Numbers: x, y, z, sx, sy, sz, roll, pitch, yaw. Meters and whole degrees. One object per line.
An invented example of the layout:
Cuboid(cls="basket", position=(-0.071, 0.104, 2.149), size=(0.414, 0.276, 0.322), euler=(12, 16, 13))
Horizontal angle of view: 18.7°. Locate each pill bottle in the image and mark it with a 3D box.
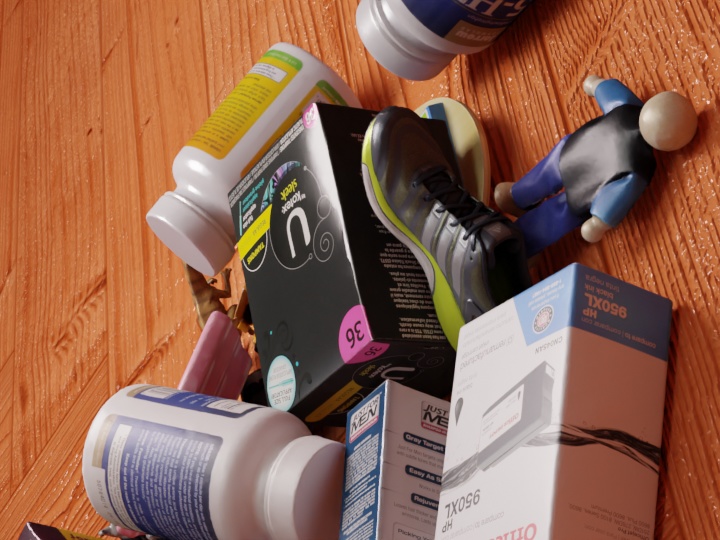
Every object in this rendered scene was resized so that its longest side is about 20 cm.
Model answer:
Cuboid(cls="pill bottle", position=(-0.100, 0.151, 1.612), size=(0.199, 0.111, 0.112), euler=(8, 76, 37))
Cuboid(cls="pill bottle", position=(0.085, -0.244, 1.749), size=(0.200, 0.119, 0.120), euler=(-45, 33, 43))
Cuboid(cls="pill bottle", position=(-0.097, -0.095, 1.944), size=(0.200, 0.111, 0.111), euler=(-50, 20, -15))

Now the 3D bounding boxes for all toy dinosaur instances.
Cuboid(cls="toy dinosaur", position=(-0.122, 0.065, 1.990), size=(0.060, 0.106, 0.201), euler=(-28, 81, 17))

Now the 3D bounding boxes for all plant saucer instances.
Cuboid(cls="plant saucer", position=(-0.142, 0.134, 1.822), size=(0.201, 0.050, 0.202), euler=(-156, 90, -87))

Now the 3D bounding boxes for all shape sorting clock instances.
Cuboid(cls="shape sorting clock", position=(0.051, -0.039, 1.751), size=(0.200, 0.039, 0.202), euler=(-26, 59, 56))

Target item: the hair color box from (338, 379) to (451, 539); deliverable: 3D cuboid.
Cuboid(cls="hair color box", position=(0.040, 0.187, 1.516), size=(0.060, 0.099, 0.201), euler=(-42, 35, 47))

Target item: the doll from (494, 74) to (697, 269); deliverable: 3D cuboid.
Cuboid(cls="doll", position=(0.163, -0.075, 1.533), size=(0.200, 0.048, 0.137), euler=(-34, 42, 53))

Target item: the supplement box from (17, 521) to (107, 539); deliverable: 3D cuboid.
Cuboid(cls="supplement box", position=(-0.178, 0.274, 1.588), size=(0.200, 0.110, 0.086), euler=(38, 105, 51))

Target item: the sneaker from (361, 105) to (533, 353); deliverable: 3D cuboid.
Cuboid(cls="sneaker", position=(0.073, -0.031, 1.552), size=(0.074, 0.201, 0.081), euler=(-35, 6, -36))

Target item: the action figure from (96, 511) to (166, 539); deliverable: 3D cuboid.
Cuboid(cls="action figure", position=(-0.180, 0.211, 1.966), size=(0.119, 0.102, 0.201), euler=(-45, 30, 21))

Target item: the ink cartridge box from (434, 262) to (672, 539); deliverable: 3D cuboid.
Cuboid(cls="ink cartridge box", position=(0.123, 0.118, 1.417), size=(0.144, 0.084, 0.201), euler=(-33, 42, 53))

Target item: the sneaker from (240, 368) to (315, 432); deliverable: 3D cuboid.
Cuboid(cls="sneaker", position=(-0.042, 0.105, 1.813), size=(0.200, 0.074, 0.088), euler=(129, 142, -57))

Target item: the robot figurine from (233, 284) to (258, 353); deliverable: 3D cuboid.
Cuboid(cls="robot figurine", position=(-0.049, -0.021, 1.889), size=(0.201, 0.058, 0.145), euler=(-61, 2, 14))

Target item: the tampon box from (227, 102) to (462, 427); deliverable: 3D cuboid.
Cuboid(cls="tampon box", position=(0.000, 0.000, 1.661), size=(0.150, 0.125, 0.201), euler=(-43, 52, 46))
